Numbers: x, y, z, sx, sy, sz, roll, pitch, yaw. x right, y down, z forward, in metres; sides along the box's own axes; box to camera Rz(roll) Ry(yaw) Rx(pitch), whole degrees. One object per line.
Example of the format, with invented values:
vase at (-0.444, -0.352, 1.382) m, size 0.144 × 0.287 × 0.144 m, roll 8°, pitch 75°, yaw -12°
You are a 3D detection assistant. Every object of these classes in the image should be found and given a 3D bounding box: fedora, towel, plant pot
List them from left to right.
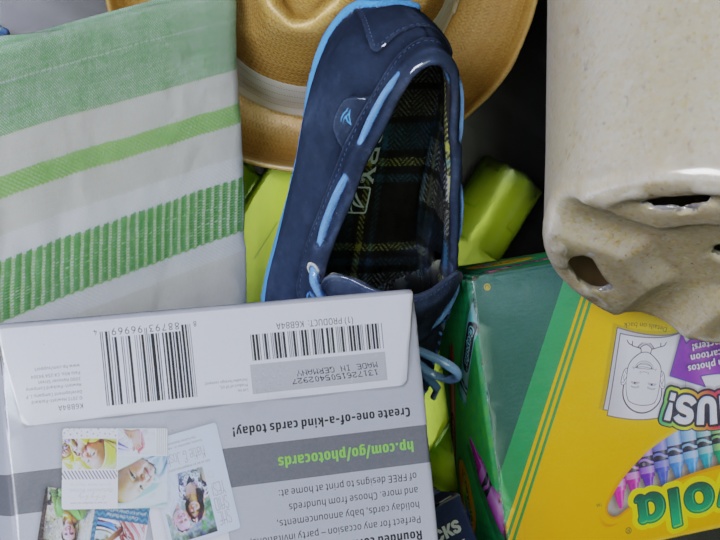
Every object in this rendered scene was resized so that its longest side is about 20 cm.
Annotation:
towel at (-0.095, 0.006, 0.758) m, size 0.023 × 0.152 × 0.202 m, roll 11°, pitch 111°, yaw 36°
fedora at (-0.014, -0.142, 0.824) m, size 0.199 × 0.082 × 0.202 m, roll 0°, pitch 79°, yaw -2°
plant pot at (0.145, -0.081, 0.765) m, size 0.199 × 0.201 × 0.185 m, roll 13°, pitch 65°, yaw -4°

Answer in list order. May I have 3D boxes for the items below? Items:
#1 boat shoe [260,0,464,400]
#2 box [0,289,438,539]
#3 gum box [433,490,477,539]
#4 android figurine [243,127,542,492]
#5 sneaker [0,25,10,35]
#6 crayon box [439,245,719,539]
boat shoe at (0.000, 0.000, 0.787) m, size 0.083 × 0.069 × 0.202 m, roll -9°, pitch 115°, yaw -19°
box at (-0.047, 0.113, 0.706) m, size 0.155 × 0.041 × 0.202 m, roll -5°, pitch 87°, yaw -25°
gum box at (-0.003, 0.209, 0.764) m, size 0.169 × 0.044 × 0.201 m, roll -25°, pitch 97°, yaw -23°
android figurine at (-0.012, 0.026, 0.868) m, size 0.181 × 0.041 × 0.201 m, roll 31°, pitch 88°, yaw -6°
sneaker at (-0.147, -0.062, 0.839) m, size 0.200 × 0.074 × 0.082 m, roll 45°, pitch 48°, yaw 13°
crayon box at (0.134, 0.044, 0.851) m, size 0.198 × 0.058 × 0.120 m, roll -10°, pitch 95°, yaw -16°
